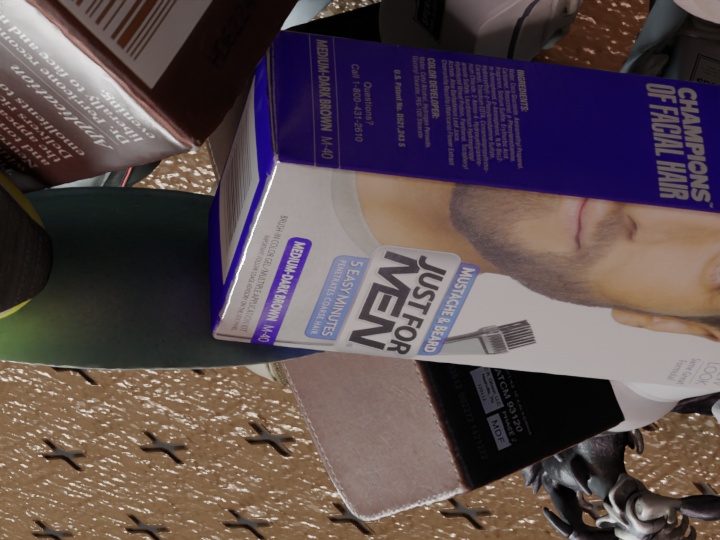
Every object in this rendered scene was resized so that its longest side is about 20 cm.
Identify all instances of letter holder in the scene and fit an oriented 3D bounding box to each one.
[{"bbox_3d":[0.000,0.000,1.269,0.142,0.100,0.201,-21,89,48],"label":"letter holder"}]

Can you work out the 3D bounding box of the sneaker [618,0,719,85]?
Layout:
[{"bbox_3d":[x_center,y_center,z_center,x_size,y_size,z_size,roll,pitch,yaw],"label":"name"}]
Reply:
[{"bbox_3d":[0.150,-0.102,1.101,0.075,0.115,0.200,22,150,-3],"label":"sneaker"}]

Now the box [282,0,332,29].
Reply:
[{"bbox_3d":[-0.076,-0.183,1.192,0.199,0.041,0.156,32,148,-16],"label":"box"}]

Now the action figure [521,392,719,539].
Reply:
[{"bbox_3d":[0.148,0.106,1.440,0.102,0.200,0.119,-3,137,-36],"label":"action figure"}]

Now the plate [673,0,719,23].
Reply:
[{"bbox_3d":[0.165,-0.113,0.942,0.199,0.033,0.200,6,164,24],"label":"plate"}]

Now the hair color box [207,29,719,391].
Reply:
[{"bbox_3d":[0.053,-0.018,1.060,0.199,0.065,0.110,5,144,-13],"label":"hair color box"}]

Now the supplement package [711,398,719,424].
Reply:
[{"bbox_3d":[0.261,0.076,1.214,0.121,0.120,0.200,54,165,-18],"label":"supplement package"}]

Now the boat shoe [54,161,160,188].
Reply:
[{"bbox_3d":[-0.120,-0.078,1.372,0.063,0.074,0.201,-4,152,-32],"label":"boat shoe"}]

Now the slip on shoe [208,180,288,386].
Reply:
[{"bbox_3d":[-0.031,0.003,1.423,0.060,0.076,0.200,23,155,17],"label":"slip on shoe"}]

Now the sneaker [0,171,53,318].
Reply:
[{"bbox_3d":[-0.194,-0.021,1.091,0.199,0.079,0.090,12,179,22],"label":"sneaker"}]

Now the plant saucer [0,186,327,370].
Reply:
[{"bbox_3d":[-0.092,-0.004,1.146,0.200,0.039,0.201,2,-168,0],"label":"plant saucer"}]

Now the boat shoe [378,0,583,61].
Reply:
[{"bbox_3d":[0.054,-0.117,1.041,0.072,0.066,0.200,46,162,17],"label":"boat shoe"}]

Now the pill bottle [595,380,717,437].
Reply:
[{"bbox_3d":[0.083,0.023,1.348,0.199,0.114,0.114,-14,135,46],"label":"pill bottle"}]

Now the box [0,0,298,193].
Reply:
[{"bbox_3d":[-0.123,-0.141,1.054,0.166,0.165,0.200,43,152,-24],"label":"box"}]
